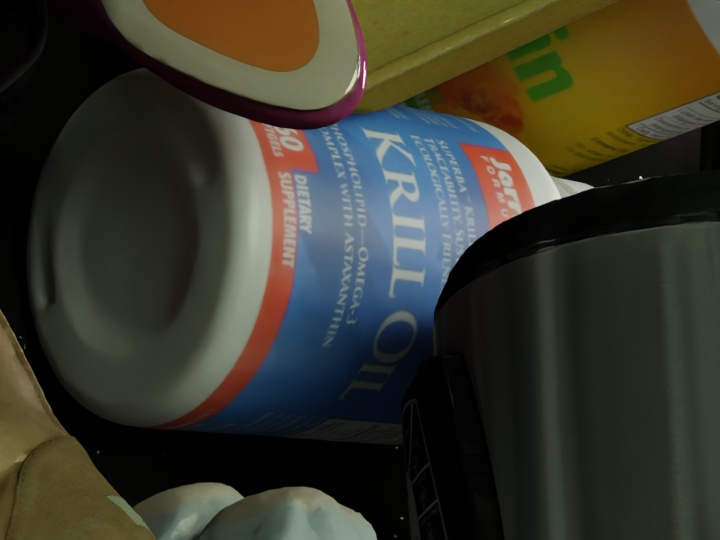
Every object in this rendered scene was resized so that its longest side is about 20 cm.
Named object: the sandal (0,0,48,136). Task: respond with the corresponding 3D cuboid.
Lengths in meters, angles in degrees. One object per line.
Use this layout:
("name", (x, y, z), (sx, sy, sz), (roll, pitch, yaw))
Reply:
("sandal", (-0.116, -0.072, 0.823), (0.075, 0.048, 0.200), (49, 3, -15))

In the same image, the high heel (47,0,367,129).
("high heel", (-0.061, -0.082, 0.872), (0.067, 0.200, 0.096), (-45, 146, -17))

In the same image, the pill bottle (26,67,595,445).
("pill bottle", (0.000, 0.000, 0.933), (0.199, 0.112, 0.113), (6, 66, -44))

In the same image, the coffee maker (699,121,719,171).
("coffee maker", (0.237, 0.008, 1.180), (0.199, 0.134, 0.193), (24, 80, -34))

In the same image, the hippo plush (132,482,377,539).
("hippo plush", (-0.019, 0.163, 0.783), (0.160, 0.200, 0.161), (-51, 121, -16))

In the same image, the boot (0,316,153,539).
("boot", (-0.155, 0.063, 0.737), (0.175, 0.066, 0.200), (-33, 62, -18))

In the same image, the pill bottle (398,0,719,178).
("pill bottle", (0.107, -0.105, 1.020), (0.111, 0.199, 0.112), (30, 50, -44))

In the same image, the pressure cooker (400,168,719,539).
("pressure cooker", (0.107, 0.089, 0.819), (0.175, 0.178, 0.201), (16, 64, -40))

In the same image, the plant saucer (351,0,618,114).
("plant saucer", (0.035, -0.141, 0.943), (0.199, 0.049, 0.200), (-25, 52, -10))
